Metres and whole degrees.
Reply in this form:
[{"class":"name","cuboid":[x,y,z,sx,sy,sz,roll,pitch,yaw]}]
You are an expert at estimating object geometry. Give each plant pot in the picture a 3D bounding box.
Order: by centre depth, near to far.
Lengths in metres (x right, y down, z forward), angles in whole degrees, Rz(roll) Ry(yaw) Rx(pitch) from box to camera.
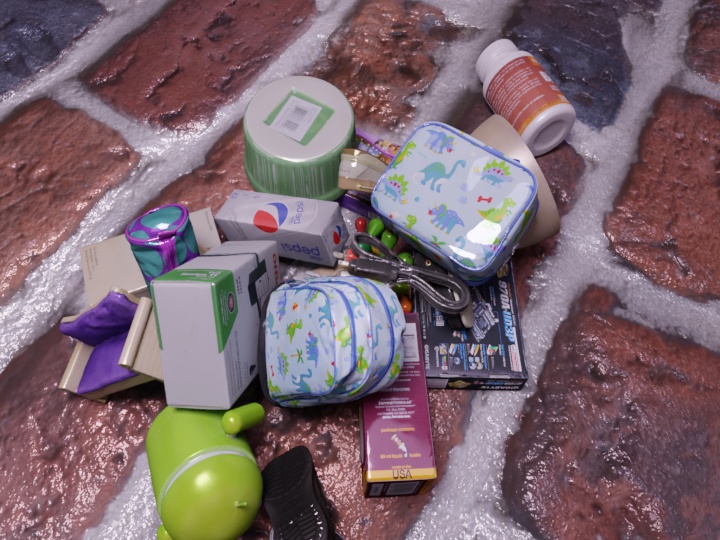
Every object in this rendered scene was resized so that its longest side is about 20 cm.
[{"class":"plant pot","cuboid":[0.195,-0.110,0.836,0.132,0.200,0.204,-30,63,7]}]

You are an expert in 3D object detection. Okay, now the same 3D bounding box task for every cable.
[{"class":"cable","cuboid":[0.049,0.008,0.733,0.193,0.051,0.099,13,52,0]}]

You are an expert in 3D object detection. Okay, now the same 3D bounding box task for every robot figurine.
[{"class":"robot figurine","cuboid":[-0.182,0.227,0.628,0.178,0.114,0.200,-57,38,6]}]

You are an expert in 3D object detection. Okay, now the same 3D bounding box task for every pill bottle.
[{"class":"pill bottle","cuboid":[0.290,-0.317,0.984,0.109,0.113,0.204,-18,63,-13]}]

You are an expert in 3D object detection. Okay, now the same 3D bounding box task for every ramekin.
[{"class":"ramekin","cuboid":[-0.095,-0.211,0.869,0.192,0.099,0.206,1,61,-2]}]

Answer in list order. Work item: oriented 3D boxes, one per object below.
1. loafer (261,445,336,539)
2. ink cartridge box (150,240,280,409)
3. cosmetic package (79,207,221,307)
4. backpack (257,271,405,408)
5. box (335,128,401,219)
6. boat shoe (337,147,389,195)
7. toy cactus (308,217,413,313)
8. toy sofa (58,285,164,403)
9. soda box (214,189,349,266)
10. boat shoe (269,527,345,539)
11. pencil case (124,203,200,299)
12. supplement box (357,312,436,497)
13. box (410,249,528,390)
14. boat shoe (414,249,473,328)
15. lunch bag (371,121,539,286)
[{"class":"loafer","cuboid":[-0.070,0.278,0.621,0.071,0.200,0.073,-25,108,-6]},{"class":"ink cartridge box","cuboid":[-0.165,0.055,0.678,0.080,0.152,0.200,0,16,11]},{"class":"cosmetic package","cuboid":[-0.298,-0.006,0.807,0.194,0.074,0.106,-21,63,-13]},{"class":"backpack","cuboid":[-0.038,0.081,0.631,0.194,0.152,0.170,-4,79,32]},{"class":"box","cuboid":[-0.021,-0.180,0.935,0.195,0.039,0.139,24,62,11]},{"class":"boat shoe","cuboid":[0.042,-0.123,0.845,0.196,0.073,0.069,19,91,-34]},{"class":"toy cactus","cuboid":[0.000,0.000,0.807,0.159,0.103,0.206,-11,59,9]},{"class":"toy sofa","cuboid":[-0.310,0.098,0.673,0.097,0.196,0.085,33,52,-36]},{"class":"soda box","cuboid":[-0.118,-0.066,0.815,0.194,0.069,0.065,11,55,26]},{"class":"boat shoe","cuboid":[-0.023,0.349,0.622,0.197,0.067,0.070,35,64,16]},{"class":"pencil case","cuboid":[-0.239,0.021,0.718,0.083,0.206,0.092,-21,35,-20]},{"class":"supplement box","cuboid":[0.039,0.172,0.699,0.082,0.112,0.206,-1,60,-4]},{"class":"box","cuboid":[0.153,0.068,0.800,0.153,0.046,0.206,1,60,-2]},{"class":"boat shoe","cuboid":[0.111,-0.009,0.782,0.062,0.073,0.207,-24,67,20]},{"class":"lunch bag","cuboid":[0.126,-0.093,0.719,0.198,0.082,0.163,34,86,25]}]
